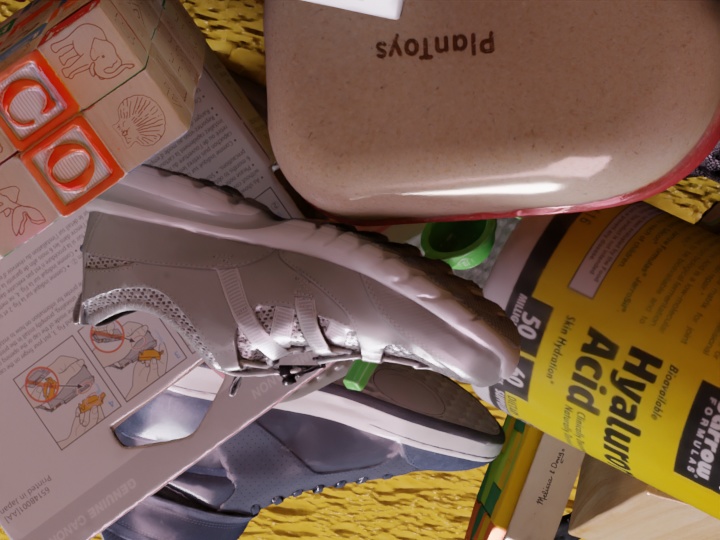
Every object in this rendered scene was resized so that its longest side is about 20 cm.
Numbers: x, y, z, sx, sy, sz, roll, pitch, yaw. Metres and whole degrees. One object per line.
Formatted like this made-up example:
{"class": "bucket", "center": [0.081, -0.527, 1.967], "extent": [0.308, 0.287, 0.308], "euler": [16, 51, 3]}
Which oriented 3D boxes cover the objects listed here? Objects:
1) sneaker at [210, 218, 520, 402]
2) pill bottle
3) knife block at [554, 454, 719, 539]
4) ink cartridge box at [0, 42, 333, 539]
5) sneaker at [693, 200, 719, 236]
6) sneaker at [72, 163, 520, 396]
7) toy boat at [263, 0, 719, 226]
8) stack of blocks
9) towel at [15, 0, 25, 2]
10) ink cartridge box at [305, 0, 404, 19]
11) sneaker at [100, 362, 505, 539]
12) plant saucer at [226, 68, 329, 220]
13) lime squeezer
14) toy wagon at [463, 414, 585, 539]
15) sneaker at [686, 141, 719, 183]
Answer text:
{"class": "sneaker", "center": [0.000, 0.000, 1.333], "extent": [0.104, 0.199, 0.076], "euler": [26, 127, 52]}
{"class": "pill bottle", "center": [0.155, 0.046, 1.223], "extent": [0.199, 0.112, 0.112], "euler": [25, 156, 21]}
{"class": "knife block", "center": [0.144, 0.115, 1.413], "extent": [0.064, 0.200, 0.176], "euler": [14, 121, -6]}
{"class": "ink cartridge box", "center": [-0.114, 0.007, 1.252], "extent": [0.200, 0.045, 0.177], "euler": [-36, 90, 12]}
{"class": "sneaker", "center": [0.225, -0.004, 1.237], "extent": [0.199, 0.089, 0.077], "euler": [-15, 167, 39]}
{"class": "sneaker", "center": [-0.028, 0.017, 1.181], "extent": [0.199, 0.083, 0.075], "euler": [19, -176, 19]}
{"class": "toy boat", "center": [0.065, -0.086, 1.171], "extent": [0.199, 0.132, 0.131], "euler": [-3, 178, 25]}
{"class": "stack of blocks", "center": [-0.126, -0.065, 1.117], "extent": [0.115, 0.200, 0.059], "euler": [-35, 102, 7]}
{"class": "towel", "center": [-0.222, -0.154, 1.171], "extent": [0.199, 0.023, 0.144], "euler": [20, 175, -14]}
{"class": "ink cartridge box", "center": [-0.068, -0.183, 1.056], "extent": [0.199, 0.085, 0.146], "euler": [12, 150, 1]}
{"class": "sneaker", "center": [-0.040, 0.105, 1.403], "extent": [0.201, 0.077, 0.147], "euler": [14, 112, -19]}
{"class": "plant saucer", "center": [-0.111, -0.045, 1.366], "extent": [0.199, 0.030, 0.200], "euler": [9, 150, 5]}
{"class": "lime squeezer", "center": [0.053, -0.008, 1.274], "extent": [0.038, 0.199, 0.071], "euler": [28, 121, 30]}
{"class": "toy wagon", "center": [0.086, 0.100, 1.416], "extent": [0.039, 0.156, 0.200], "euler": [21, 180, -2]}
{"class": "sneaker", "center": [0.168, -0.043, 1.184], "extent": [0.199, 0.114, 0.075], "euler": [-10, 144, 33]}
